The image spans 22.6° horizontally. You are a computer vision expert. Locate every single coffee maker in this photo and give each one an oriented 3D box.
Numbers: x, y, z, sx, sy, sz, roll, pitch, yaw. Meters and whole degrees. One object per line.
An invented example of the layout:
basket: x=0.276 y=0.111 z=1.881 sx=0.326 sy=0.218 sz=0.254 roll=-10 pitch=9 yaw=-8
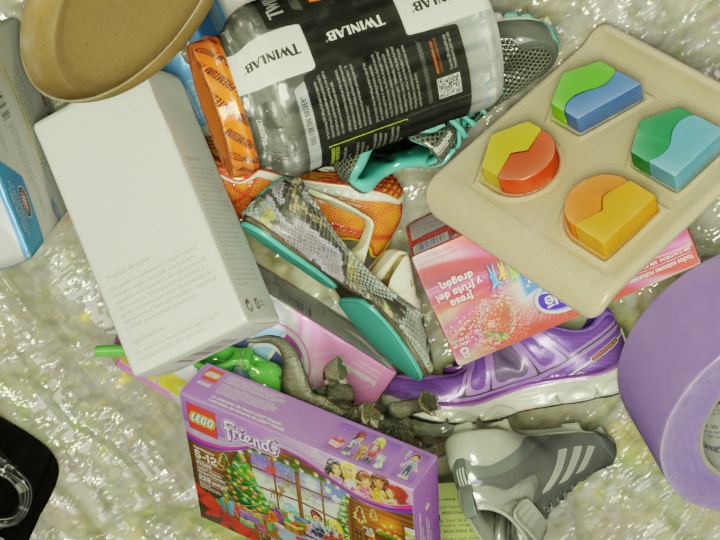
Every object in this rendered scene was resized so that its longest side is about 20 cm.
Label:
coffee maker: x=-0.294 y=0.187 z=1.361 sx=0.191 sy=0.200 sz=0.135 roll=-34 pitch=105 yaw=11

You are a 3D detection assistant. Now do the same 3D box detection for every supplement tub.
supplement tub: x=-0.011 y=-0.141 z=1.235 sx=0.198 sy=0.122 sz=0.124 roll=-20 pitch=105 yaw=-10

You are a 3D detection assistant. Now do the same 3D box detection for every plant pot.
plant pot: x=-0.162 y=-0.203 z=1.277 sx=0.200 sy=0.201 sz=0.027 roll=-45 pitch=134 yaw=11

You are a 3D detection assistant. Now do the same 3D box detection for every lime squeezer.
lime squeezer: x=-0.100 y=0.084 z=1.356 sx=0.199 sy=0.038 sz=0.071 roll=31 pitch=133 yaw=-9

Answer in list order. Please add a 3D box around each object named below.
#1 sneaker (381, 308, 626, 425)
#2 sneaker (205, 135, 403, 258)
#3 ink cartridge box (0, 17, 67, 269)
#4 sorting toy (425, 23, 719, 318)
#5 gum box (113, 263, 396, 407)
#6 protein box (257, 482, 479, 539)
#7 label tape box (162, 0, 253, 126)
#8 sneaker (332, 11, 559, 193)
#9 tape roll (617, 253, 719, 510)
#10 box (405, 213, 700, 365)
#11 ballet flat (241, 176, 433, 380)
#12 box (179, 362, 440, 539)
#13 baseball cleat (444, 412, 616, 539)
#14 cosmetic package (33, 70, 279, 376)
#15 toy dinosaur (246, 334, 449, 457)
sneaker: x=0.111 y=0.073 z=1.412 sx=0.198 sy=0.081 sz=0.084 roll=-12 pitch=88 yaw=-4
sneaker: x=-0.068 y=-0.052 z=1.367 sx=0.198 sy=0.073 sz=0.078 roll=14 pitch=115 yaw=-2
ink cartridge box: x=-0.276 y=-0.089 z=1.288 sx=0.084 sy=0.200 sz=0.146 roll=-18 pitch=105 yaw=8
sorting toy: x=0.167 y=-0.081 z=1.284 sx=0.200 sy=0.185 sz=0.037 roll=-44 pitch=140 yaw=-13
gum box: x=-0.085 y=0.064 z=1.398 sx=0.199 sy=0.066 sz=0.114 roll=32 pitch=102 yaw=-9
protein box: x=0.021 y=0.283 z=1.372 sx=0.196 sy=0.201 sz=0.136 roll=-3 pitch=130 yaw=0
label tape box: x=-0.067 y=-0.199 z=1.329 sx=0.198 sy=0.063 sz=0.145 roll=-23 pitch=104 yaw=5
sneaker: x=0.061 y=-0.117 z=1.331 sx=0.198 sy=0.092 sz=0.078 roll=-26 pitch=135 yaw=10
tape roll: x=0.300 y=0.081 z=1.354 sx=0.198 sy=0.085 sz=0.202 roll=-11 pitch=131 yaw=-12
box: x=0.142 y=-0.021 z=1.361 sx=0.198 sy=0.103 sz=0.095 roll=-23 pitch=106 yaw=4
ballet flat: x=0.000 y=0.000 z=1.334 sx=0.072 sy=0.072 sz=0.200 roll=-43 pitch=115 yaw=10
box: x=-0.035 y=0.159 z=1.310 sx=0.198 sy=0.039 sz=0.138 roll=20 pitch=136 yaw=26
baseball cleat: x=0.132 y=0.166 z=1.374 sx=0.069 sy=0.199 sz=0.108 roll=-19 pitch=72 yaw=41
cosmetic package: x=-0.147 y=-0.034 z=1.299 sx=0.101 sy=0.074 sz=0.202 roll=-24 pitch=82 yaw=16
toy dinosaur: x=-0.007 y=0.117 z=1.326 sx=0.198 sy=0.078 sz=0.102 roll=23 pitch=141 yaw=-20
